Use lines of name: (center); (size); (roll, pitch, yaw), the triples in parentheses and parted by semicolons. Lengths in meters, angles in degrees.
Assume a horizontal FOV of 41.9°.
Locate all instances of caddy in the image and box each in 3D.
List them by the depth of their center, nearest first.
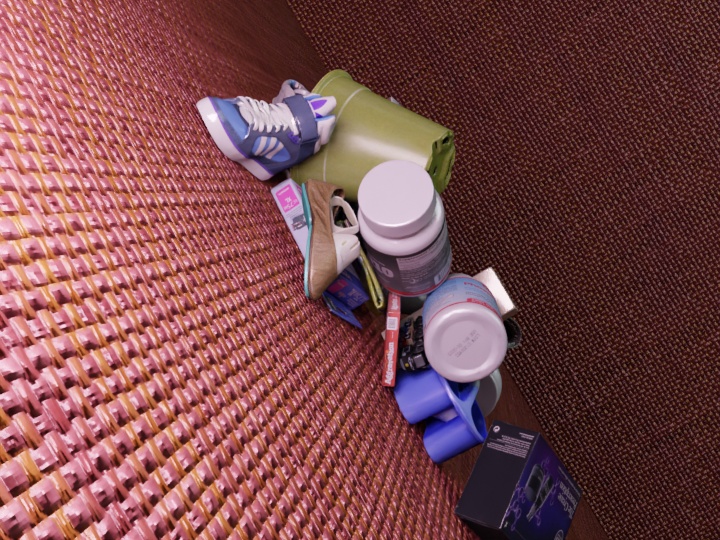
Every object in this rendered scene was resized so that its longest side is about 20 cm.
caddy: (0.124, 0.183, 1.335); (0.142, 0.105, 0.200); (57, 9, -8)

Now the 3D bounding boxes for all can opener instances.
can opener: (-0.007, -0.072, 1.561); (0.078, 0.064, 0.200); (31, -5, 15)

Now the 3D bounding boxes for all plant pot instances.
plant pot: (0.029, -0.168, 1.350); (0.189, 0.201, 0.200); (19, -6, 20)

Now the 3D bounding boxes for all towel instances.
towel: (0.000, 0.000, 1.395); (0.200, 0.023, 0.144); (105, -41, -85)

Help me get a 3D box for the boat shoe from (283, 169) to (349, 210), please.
boat shoe: (-0.068, -0.139, 1.489); (0.073, 0.063, 0.200); (63, 9, 24)

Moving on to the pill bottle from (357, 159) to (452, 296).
pill bottle: (0.058, -0.054, 1.244); (0.200, 0.113, 0.114); (68, -5, -63)

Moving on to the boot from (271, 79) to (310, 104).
boot: (-0.107, -0.227, 1.403); (0.073, 0.096, 0.200); (22, 20, -23)

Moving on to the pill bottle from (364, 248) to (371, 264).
pill bottle: (0.054, -0.048, 1.706); (0.113, 0.113, 0.200); (51, 11, -40)

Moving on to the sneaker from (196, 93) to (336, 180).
sneaker: (-0.106, -0.197, 1.191); (0.081, 0.146, 0.200); (62, 9, 22)

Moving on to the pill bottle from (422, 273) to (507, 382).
pill bottle: (0.140, 0.070, 1.300); (0.109, 0.108, 0.200); (57, 11, -12)

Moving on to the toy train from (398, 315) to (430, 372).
toy train: (0.075, 0.104, 1.341); (0.200, 0.046, 0.034); (-68, 137, -77)

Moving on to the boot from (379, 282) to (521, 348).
boot: (0.146, 0.071, 1.568); (0.181, 0.073, 0.200); (20, 2, -37)

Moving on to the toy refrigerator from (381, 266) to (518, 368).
toy refrigerator: (0.140, 0.081, 1.465); (0.076, 0.199, 0.070); (60, 8, 14)

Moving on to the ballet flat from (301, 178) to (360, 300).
ballet flat: (-0.037, -0.044, 1.186); (0.201, 0.072, 0.068); (-95, -176, -48)

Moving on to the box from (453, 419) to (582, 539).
box: (0.223, 0.318, 1.296); (0.079, 0.142, 0.200); (13, -26, 39)

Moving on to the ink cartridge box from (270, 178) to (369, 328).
ink cartridge box: (-0.048, -0.022, 1.292); (0.201, 0.042, 0.119); (65, 11, 24)

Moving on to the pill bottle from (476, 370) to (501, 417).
pill bottle: (0.179, 0.182, 1.583); (0.113, 0.113, 0.200); (58, 9, -4)

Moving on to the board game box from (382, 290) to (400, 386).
board game box: (0.045, 0.084, 1.339); (0.200, 0.019, 0.104); (-77, 172, -78)

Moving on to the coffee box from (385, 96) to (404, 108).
coffee box: (0.056, -0.162, 1.527); (0.114, 0.079, 0.201); (31, 47, -55)
